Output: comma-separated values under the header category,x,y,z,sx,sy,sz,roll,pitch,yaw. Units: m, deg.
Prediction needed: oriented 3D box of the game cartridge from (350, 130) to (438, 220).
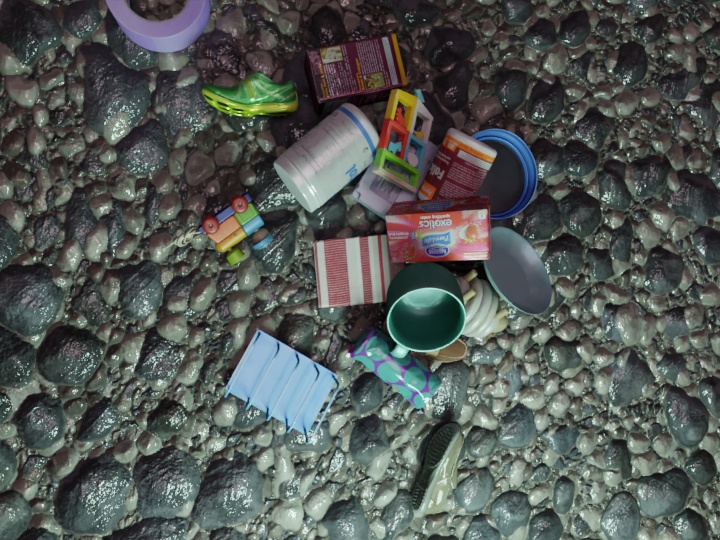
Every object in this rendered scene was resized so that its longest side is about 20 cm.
category,x,y,z,sx,sy,sz,roll,pitch,yaw
game cartridge,0.082,-0.211,1.129,0.132,0.041,0.202,32,83,-4

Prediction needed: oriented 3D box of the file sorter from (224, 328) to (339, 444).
category,x,y,z,sx,sy,sz,roll,pitch,yaw
file sorter,-0.156,0.232,1.028,0.198,0.123,0.141,31,84,-8

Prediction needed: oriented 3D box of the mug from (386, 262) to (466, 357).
category,x,y,z,sx,sy,sz,roll,pitch,yaw
mug,0.111,0.068,1.004,0.182,0.115,0.153,-24,120,18

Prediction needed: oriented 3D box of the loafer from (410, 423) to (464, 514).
category,x,y,z,sx,sy,sz,roll,pitch,yaw
loafer,0.175,0.429,1.109,0.069,0.075,0.203,26,88,-19

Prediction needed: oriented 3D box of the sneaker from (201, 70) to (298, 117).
category,x,y,z,sx,sy,sz,roll,pitch,yaw
sneaker,-0.227,-0.367,1.065,0.195,0.074,0.086,-1,90,-19

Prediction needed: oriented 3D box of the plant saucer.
category,x,y,z,sx,sy,sz,roll,pitch,yaw
plant saucer,0.319,0.005,1.080,0.198,0.039,0.205,19,53,-27

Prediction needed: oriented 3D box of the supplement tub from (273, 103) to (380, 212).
category,x,y,z,sx,sy,sz,roll,pitch,yaw
supplement tub,-0.065,-0.232,1.056,0.199,0.132,0.133,-41,95,-8

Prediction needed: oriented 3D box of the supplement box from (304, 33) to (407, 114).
category,x,y,z,sx,sy,sz,roll,pitch,yaw
supplement box,-0.012,-0.416,1.094,0.196,0.086,0.113,-15,91,-10

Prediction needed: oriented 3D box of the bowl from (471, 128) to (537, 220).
category,x,y,z,sx,sy,sz,roll,pitch,yaw
bowl,0.301,-0.215,1.164,0.195,0.039,0.206,0,88,-10

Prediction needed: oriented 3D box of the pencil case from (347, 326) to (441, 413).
category,x,y,z,sx,sy,sz,roll,pitch,yaw
pencil case,0.073,0.206,1.086,0.199,0.092,0.086,39,50,-5

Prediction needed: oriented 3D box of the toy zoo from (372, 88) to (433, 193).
category,x,y,z,sx,sy,sz,roll,pitch,yaw
toy zoo,0.094,-0.280,1.069,0.130,0.020,0.205,18,84,-46

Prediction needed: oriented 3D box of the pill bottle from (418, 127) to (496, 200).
category,x,y,z,sx,sy,sz,roll,pitch,yaw
pill bottle,0.190,-0.181,1.077,0.112,0.115,0.203,23,109,-8

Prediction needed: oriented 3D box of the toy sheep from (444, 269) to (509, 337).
category,x,y,z,sx,sy,sz,roll,pitch,yaw
toy sheep,0.232,0.072,1.095,0.198,0.138,0.140,32,83,-13

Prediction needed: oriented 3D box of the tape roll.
category,x,y,z,sx,sy,sz,roll,pitch,yaw
tape roll,-0.409,-0.557,1.043,0.195,0.066,0.206,0,88,-11

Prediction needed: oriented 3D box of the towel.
category,x,y,z,sx,sy,sz,roll,pitch,yaw
towel,0.000,0.000,1.115,0.195,0.023,0.148,-5,91,-8

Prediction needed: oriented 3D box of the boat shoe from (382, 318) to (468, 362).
category,x,y,z,sx,sy,sz,roll,pitch,yaw
boat shoe,0.143,0.152,1.107,0.196,0.072,0.077,16,85,-9

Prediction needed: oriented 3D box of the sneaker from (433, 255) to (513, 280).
category,x,y,z,sx,sy,sz,roll,pitch,yaw
sneaker,0.249,-0.021,1.123,0.195,0.091,0.078,2,85,-11

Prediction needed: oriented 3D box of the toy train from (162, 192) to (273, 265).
category,x,y,z,sx,sy,sz,roll,pitch,yaw
toy train,-0.282,-0.058,1.044,0.199,0.085,0.117,-37,107,-9

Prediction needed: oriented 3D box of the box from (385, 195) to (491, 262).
category,x,y,z,sx,sy,sz,roll,pitch,yaw
box,0.155,-0.080,1.007,0.195,0.096,0.102,-1,113,17
